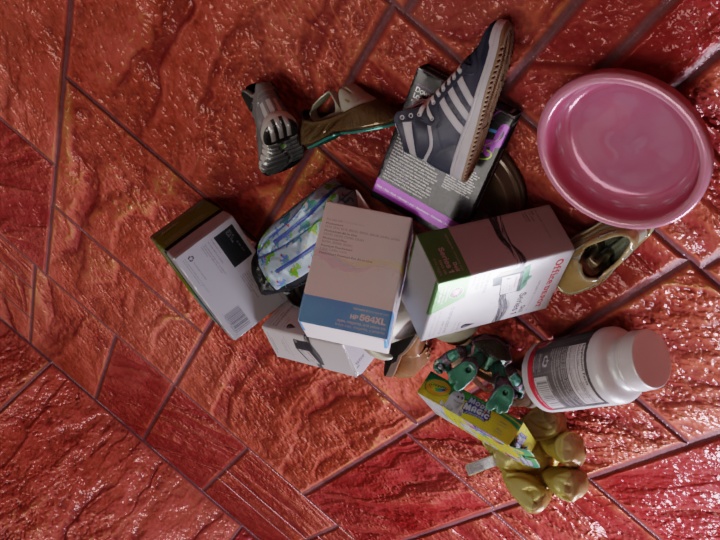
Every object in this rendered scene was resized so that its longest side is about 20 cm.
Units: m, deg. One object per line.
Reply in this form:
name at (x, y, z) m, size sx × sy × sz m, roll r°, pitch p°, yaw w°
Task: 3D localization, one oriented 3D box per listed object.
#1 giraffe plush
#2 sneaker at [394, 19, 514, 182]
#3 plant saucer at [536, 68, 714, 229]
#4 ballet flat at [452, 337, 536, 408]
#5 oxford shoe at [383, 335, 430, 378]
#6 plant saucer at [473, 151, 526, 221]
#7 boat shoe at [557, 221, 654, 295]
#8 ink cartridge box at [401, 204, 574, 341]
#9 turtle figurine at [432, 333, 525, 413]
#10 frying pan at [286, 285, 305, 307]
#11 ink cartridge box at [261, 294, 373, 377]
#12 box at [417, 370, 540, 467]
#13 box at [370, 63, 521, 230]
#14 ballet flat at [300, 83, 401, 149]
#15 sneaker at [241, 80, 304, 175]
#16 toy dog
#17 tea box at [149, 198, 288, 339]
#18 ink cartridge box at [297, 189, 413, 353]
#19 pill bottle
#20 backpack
giraffe plush at (0.299, 0.309, 1.400) m, size 0.200 × 0.162 × 0.173 m, roll -9°, pitch 82°, yaw 32°
sneaker at (0.108, -0.214, 0.999) m, size 0.108 × 0.070 × 0.200 m, roll 24°, pitch 122°, yaw 16°
plant saucer at (0.302, -0.142, 0.945) m, size 0.200 × 0.051 × 0.201 m, roll 26°, pitch 141°, yaw 23°
ballet flat at (0.242, 0.189, 1.390) m, size 0.200 × 0.069 × 0.070 m, roll 31°, pitch 146°, yaw 14°
oxford shoe at (0.099, 0.133, 1.487) m, size 0.071 × 0.071 × 0.200 m, roll 12°, pitch 146°, yaw -7°
plant saucer at (0.137, -0.118, 1.168) m, size 0.200 × 0.029 × 0.200 m, roll 27°, pitch 146°, yaw 20°
boat shoe at (0.301, -0.015, 1.079) m, size 0.072 × 0.076 × 0.200 m, roll 36°, pitch 147°, yaw 7°
ink cartridge box at (0.168, 0.003, 1.115) m, size 0.146 × 0.200 × 0.084 m, roll 98°, pitch 154°, yaw -54°
turtle figurine at (0.188, 0.145, 1.271) m, size 0.149 × 0.200 × 0.101 m, roll 14°, pitch 102°, yaw 7°
frying pan at (-0.069, 0.022, 1.477) m, size 0.190 × 0.115 × 0.031 m, roll 22°, pitch -175°, yaw 42°
ink cartridge box at (-0.054, 0.098, 1.507) m, size 0.200 × 0.145 × 0.084 m, roll 9°, pitch 135°, yaw 39°
box at (0.194, 0.237, 1.303) m, size 0.200 × 0.048 × 0.117 m, roll 29°, pitch 168°, yaw 32°
box at (0.108, -0.151, 1.094) m, size 0.143 × 0.036 × 0.200 m, roll 31°, pitch 127°, yaw 14°
ballet flat at (-0.023, -0.225, 1.185) m, size 0.200 × 0.068 × 0.072 m, roll -3°, pitch 109°, yaw 52°
sneaker at (-0.140, -0.232, 1.293) m, size 0.200 × 0.075 × 0.116 m, roll 114°, pitch 133°, yaw -72°
toy dog at (0.090, 0.051, 1.286) m, size 0.200 × 0.194 × 0.140 m, roll 6°, pitch 130°, yaw -7°
tea box at (-0.268, -0.006, 1.561) m, size 0.200 × 0.134 × 0.197 m, roll 58°, pitch 166°, yaw -25°
ink cartridge box at (0.000, 0.000, 1.171) m, size 0.125 × 0.200 × 0.129 m, roll 12°, pitch 167°, yaw 6°
pill bottle at (0.338, 0.141, 1.195) m, size 0.111 × 0.111 × 0.200 m, roll 49°, pitch 146°, yaw -13°
backpack at (-0.071, -0.057, 1.341) m, size 0.200 × 0.163 × 0.154 m, roll -12°, pitch 105°, yaw 43°
